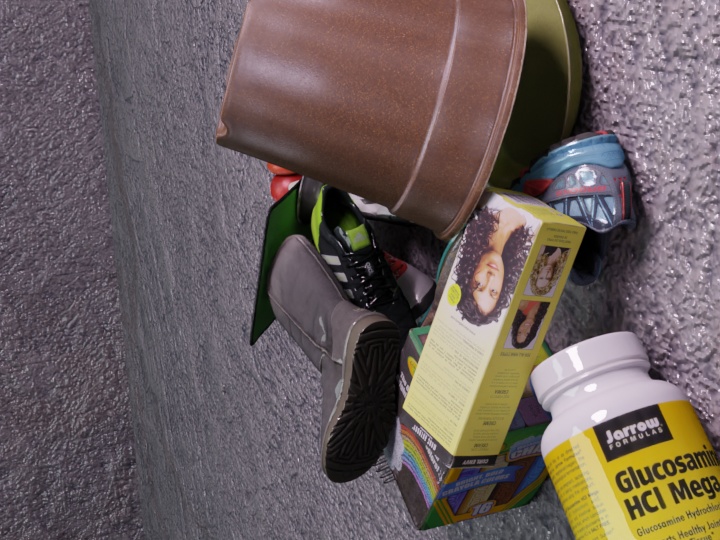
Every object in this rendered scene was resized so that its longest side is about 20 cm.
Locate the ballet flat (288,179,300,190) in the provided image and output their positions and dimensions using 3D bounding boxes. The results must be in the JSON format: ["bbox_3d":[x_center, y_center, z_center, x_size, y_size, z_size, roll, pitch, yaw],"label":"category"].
[{"bbox_3d":[-0.055,-0.116,1.260,0.071,0.065,0.200,-113,26,-53],"label":"ballet flat"}]

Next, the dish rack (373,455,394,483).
[{"bbox_3d":[0.022,0.182,1.136,0.153,0.054,0.200,65,180,-63],"label":"dish rack"}]

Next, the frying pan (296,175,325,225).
[{"bbox_3d":[-0.034,-0.092,1.138,0.190,0.031,0.115,60,-129,-74],"label":"frying pan"}]

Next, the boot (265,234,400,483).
[{"bbox_3d":[-0.040,0.080,0.973,0.200,0.072,0.182,32,113,51],"label":"boot"}]

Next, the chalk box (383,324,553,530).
[{"bbox_3d":[0.106,0.121,0.898,0.200,0.124,0.125,109,145,-47],"label":"chalk box"}]

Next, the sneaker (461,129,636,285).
[{"bbox_3d":[0.147,-0.024,0.803,0.200,0.079,0.096,126,129,-60],"label":"sneaker"}]

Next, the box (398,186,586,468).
[{"bbox_3d":[0.095,0.044,0.755,0.075,0.050,0.200,38,116,50],"label":"box"}]

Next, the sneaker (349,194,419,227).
[{"bbox_3d":[0.038,-0.107,1.071,0.200,0.076,0.116,-168,87,-70],"label":"sneaker"}]

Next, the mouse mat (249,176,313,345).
[{"bbox_3d":[-0.076,-0.026,1.101,0.200,0.008,0.161,-57,-20,-62],"label":"mouse mat"}]

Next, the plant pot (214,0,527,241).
[{"bbox_3d":[0.000,-0.143,0.785,0.200,0.198,0.201,-166,90,-83],"label":"plant pot"}]

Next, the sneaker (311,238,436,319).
[{"bbox_3d":[0.006,-0.004,1.108,0.108,0.067,0.201,51,168,-18],"label":"sneaker"}]

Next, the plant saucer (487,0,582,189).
[{"bbox_3d":[0.129,-0.167,0.850,0.200,0.031,0.200,170,90,-68],"label":"plant saucer"}]

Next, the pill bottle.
[{"bbox_3d":[0.195,0.150,0.707,0.112,0.112,0.200,119,136,-56],"label":"pill bottle"}]

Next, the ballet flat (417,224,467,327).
[{"bbox_3d":[0.104,0.030,0.962,0.067,0.068,0.200,47,150,22],"label":"ballet flat"}]

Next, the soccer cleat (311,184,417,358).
[{"bbox_3d":[0.000,0.000,1.010,0.081,0.067,0.200,97,150,-57],"label":"soccer cleat"}]

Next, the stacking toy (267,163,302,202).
[{"bbox_3d":[-0.102,-0.181,1.352,0.085,0.085,0.200,-142,41,-59],"label":"stacking toy"}]
